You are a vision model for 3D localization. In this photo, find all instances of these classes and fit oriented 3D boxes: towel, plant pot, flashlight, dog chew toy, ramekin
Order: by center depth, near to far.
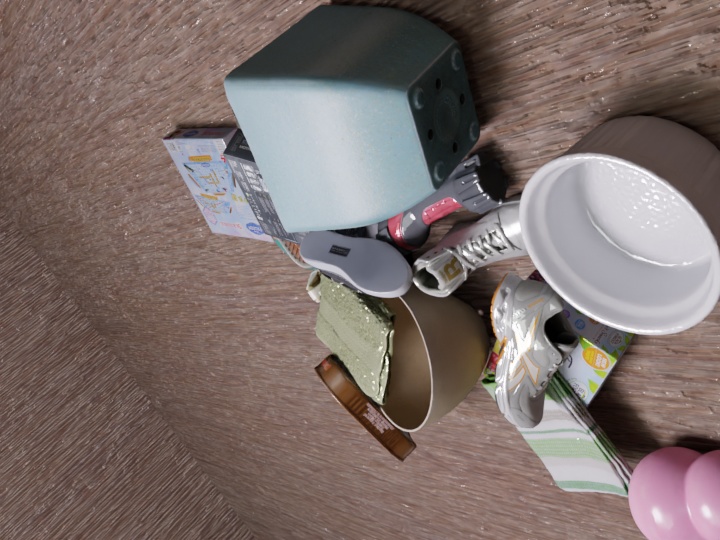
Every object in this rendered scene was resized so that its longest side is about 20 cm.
[{"bbox_3d":[0.260,-0.047,0.716,0.200,0.098,0.202,32,147,24],"label":"ramekin"},{"bbox_3d":[0.012,-0.167,0.818,0.198,0.196,0.198,8,133,37],"label":"plant pot"},{"bbox_3d":[0.413,0.263,0.868,0.125,0.125,0.199,52,142,-9],"label":"dog chew toy"},{"bbox_3d":[0.098,-0.073,0.923,0.067,0.069,0.199,18,157,-30],"label":"flashlight"},{"bbox_3d":[0.258,0.218,0.998,0.200,0.031,0.149,51,150,-9],"label":"towel"},{"bbox_3d":[0.099,0.108,1.047,0.200,0.133,0.203,34,129,55],"label":"plant pot"},{"bbox_3d":[-0.010,0.080,1.065,0.200,0.036,0.150,46,138,48],"label":"towel"}]

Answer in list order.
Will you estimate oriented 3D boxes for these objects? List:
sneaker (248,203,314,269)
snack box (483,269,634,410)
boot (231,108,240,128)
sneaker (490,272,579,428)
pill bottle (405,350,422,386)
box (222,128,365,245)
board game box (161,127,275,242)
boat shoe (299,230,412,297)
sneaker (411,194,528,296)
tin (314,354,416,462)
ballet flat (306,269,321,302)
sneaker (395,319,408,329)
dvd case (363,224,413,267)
[{"bbox_3d":[-0.129,-0.086,1.209,0.201,0.071,0.080,59,171,4],"label":"sneaker"},{"bbox_3d":[0.246,0.110,0.966,0.142,0.053,0.201,34,148,20],"label":"snack box"},{"bbox_3d":[-0.110,-0.167,1.090,0.199,0.067,0.132,34,144,39],"label":"boot"},{"bbox_3d":[0.208,0.104,0.876,0.091,0.076,0.202,7,120,34],"label":"sneaker"},{"bbox_3d":[0.078,0.188,1.222,0.109,0.109,0.200,45,151,4],"label":"pill bottle"},{"bbox_3d":[-0.086,-0.101,1.044,0.156,0.051,0.201,18,156,22],"label":"box"},{"bbox_3d":[-0.236,-0.150,1.305,0.199,0.041,0.201,11,134,46],"label":"board game box"},{"bbox_3d":[0.000,0.000,0.997,0.199,0.070,0.066,16,160,42],"label":"boat shoe"},{"bbox_3d":[0.140,-0.019,0.891,0.074,0.115,0.200,53,149,-7],"label":"sneaker"},{"bbox_3d":[0.009,0.204,1.128,0.200,0.042,0.112,47,176,-18],"label":"tin"},{"bbox_3d":[-0.046,0.016,1.203,0.069,0.071,0.200,47,157,-8],"label":"ballet flat"},{"bbox_3d":[0.034,0.089,1.227,0.200,0.075,0.088,110,138,-62],"label":"sneaker"},{"bbox_3d":[-0.008,-0.085,1.104,0.199,0.018,0.144,27,144,32],"label":"dvd case"}]
